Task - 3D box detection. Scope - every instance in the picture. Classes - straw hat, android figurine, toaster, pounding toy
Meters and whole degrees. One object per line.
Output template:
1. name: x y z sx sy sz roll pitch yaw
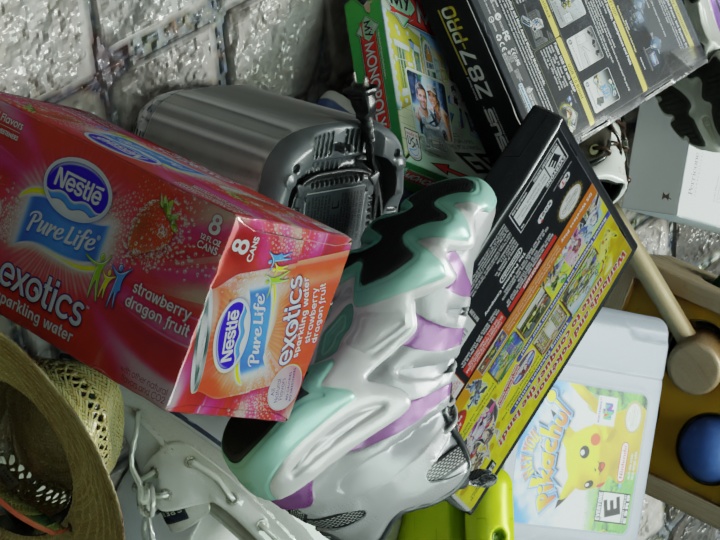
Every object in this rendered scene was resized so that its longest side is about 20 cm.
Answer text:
1. straw hat: -0.164 0.085 1.056 0.085 0.200 0.202 -34 135 -44
2. android figurine: 0.045 0.163 1.357 0.041 0.182 0.201 5 76 -24
3. toaster: -0.058 -0.021 1.145 0.113 0.129 0.201 -14 117 -46
4. pounding toy: 0.237 0.063 1.526 0.142 0.183 0.201 1 111 -62

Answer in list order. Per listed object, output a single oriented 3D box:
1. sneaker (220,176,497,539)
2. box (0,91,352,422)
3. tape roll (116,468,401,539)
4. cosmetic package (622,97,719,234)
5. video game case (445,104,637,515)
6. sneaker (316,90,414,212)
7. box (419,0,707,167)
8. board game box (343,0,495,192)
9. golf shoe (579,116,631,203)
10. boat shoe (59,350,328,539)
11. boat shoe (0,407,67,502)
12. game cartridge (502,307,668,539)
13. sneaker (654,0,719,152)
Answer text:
1. sneaker: 0.033 0.061 1.096 0.140 0.078 0.200 42 83 -25
2. box: -0.116 -0.010 1.032 0.095 0.200 0.100 11 102 -53
3. tape roll: -0.064 0.164 1.302 0.202 0.071 0.203 -27 129 -38
4. cosmetic package: 0.260 -0.129 1.492 0.150 0.051 0.201 11 89 -54
5. video game case: 0.081 0.028 1.217 0.201 0.025 0.181 -57 150 -9
6. sneaker: 0.000 -0.001 1.264 0.115 0.081 0.200 -44 117 -9
7. box: 0.108 -0.180 1.247 0.161 0.049 0.201 -33 103 -32
8. board game box: 0.063 -0.101 1.267 0.200 0.029 0.135 17 59 -52
9. golf shoe: 0.154 -0.087 1.392 0.201 0.094 0.078 -60 141 -7
10. boat shoe: -0.098 0.118 1.171 0.202 0.075 0.086 37 78 -14
11. boat shoe: -0.176 0.143 1.172 0.069 0.071 0.201 -14 130 -6
12. game cartridge: 0.134 0.121 1.383 0.133 0.040 0.201 10 88 -32
13. sneaker: 0.220 -0.178 1.387 0.083 0.080 0.201 -24 98 -47
